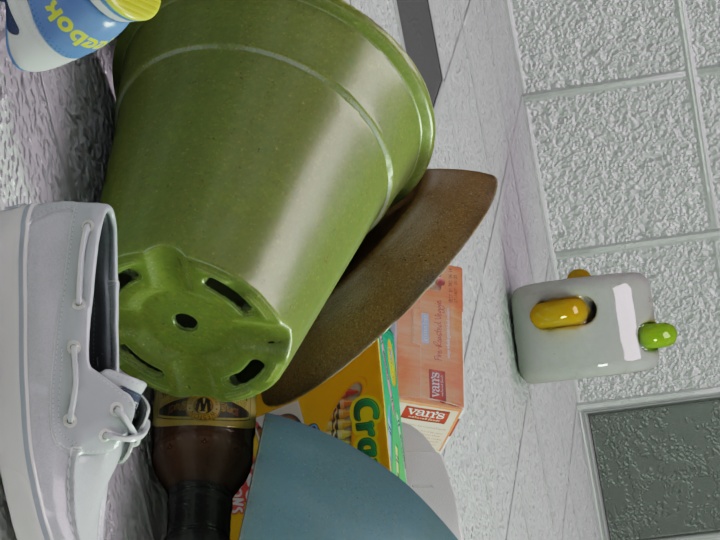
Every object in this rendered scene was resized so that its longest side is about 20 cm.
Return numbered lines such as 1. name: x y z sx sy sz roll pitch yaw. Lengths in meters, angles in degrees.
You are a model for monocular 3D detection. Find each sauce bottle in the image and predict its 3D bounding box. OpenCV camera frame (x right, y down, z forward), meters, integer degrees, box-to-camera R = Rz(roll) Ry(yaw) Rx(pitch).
1. sauce bottle: -0.092 0.089 1.506 0.065 0.064 0.201 68 16 -52

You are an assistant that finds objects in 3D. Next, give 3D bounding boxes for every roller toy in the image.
1. roller toy: 0.284 0.068 3.226 0.182 0.199 0.140 166 -82 -65

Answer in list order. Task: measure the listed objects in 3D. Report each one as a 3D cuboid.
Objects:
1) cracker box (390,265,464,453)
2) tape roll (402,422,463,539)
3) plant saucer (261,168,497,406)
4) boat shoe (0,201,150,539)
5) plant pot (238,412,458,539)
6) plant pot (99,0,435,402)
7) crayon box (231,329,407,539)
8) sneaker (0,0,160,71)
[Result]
1. cracker box: 0.024 0.103 1.908 0.200 0.057 0.134 114 -17 -49
2. tape roll: 0.011 0.203 1.745 0.203 0.037 0.204 -6 -97 64
3. plant saucer: 0.000 0.000 1.555 0.035 0.200 0.200 45 20 -11
4. boat shoe: -0.140 0.063 1.258 0.072 0.068 0.201 50 34 -71
5. plant pot: -0.012 0.195 1.486 0.200 0.134 0.201 -168 -90 -88
6. plant pot: -0.076 -0.033 1.437 0.201 0.199 0.190 73 27 -42
7. crayon box: -0.031 0.139 1.649 0.058 0.118 0.201 43 40 -74
8. sneaker: -0.172 -0.188 1.296 0.074 0.082 0.201 22 38 -47
